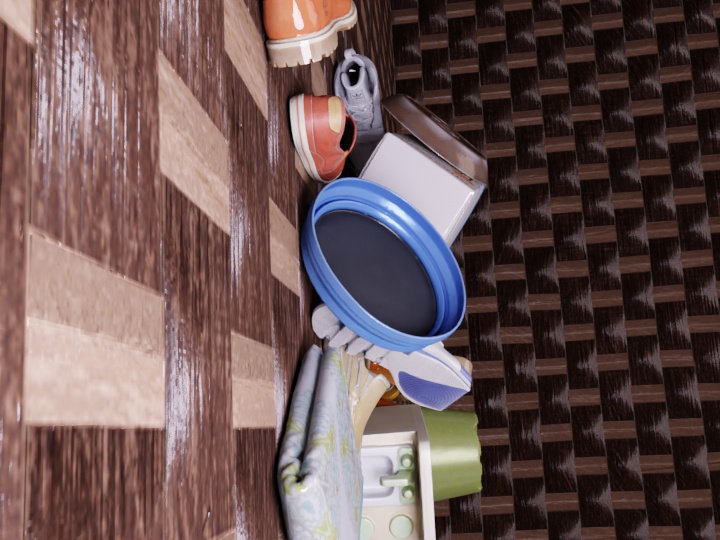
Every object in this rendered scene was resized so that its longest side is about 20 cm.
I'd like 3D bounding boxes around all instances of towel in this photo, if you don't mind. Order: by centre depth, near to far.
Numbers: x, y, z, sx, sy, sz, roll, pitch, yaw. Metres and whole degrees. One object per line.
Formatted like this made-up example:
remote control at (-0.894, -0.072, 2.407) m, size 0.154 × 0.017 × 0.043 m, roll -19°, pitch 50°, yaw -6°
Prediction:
towel at (-0.034, 0.190, 0.692) m, size 0.201 × 0.047 × 0.175 m, roll -83°, pitch 165°, yaw -62°

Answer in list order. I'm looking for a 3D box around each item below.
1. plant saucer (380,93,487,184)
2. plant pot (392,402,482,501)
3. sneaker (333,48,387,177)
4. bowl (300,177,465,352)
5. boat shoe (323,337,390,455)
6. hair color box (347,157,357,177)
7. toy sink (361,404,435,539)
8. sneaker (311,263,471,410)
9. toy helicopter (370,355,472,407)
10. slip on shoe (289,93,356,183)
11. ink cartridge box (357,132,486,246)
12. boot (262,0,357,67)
plant saucer at (0.115, -0.200, 1.135) m, size 0.032 × 0.198 × 0.201 m, roll -52°, pitch -175°, yaw 15°
plant pot at (0.100, 0.298, 1.248) m, size 0.200 × 0.184 × 0.206 m, roll -3°, pitch 90°, yaw -84°
sneaker at (0.000, -0.233, 1.172) m, size 0.115 × 0.073 × 0.206 m, roll -11°, pitch 94°, yaw -83°
bowl at (0.024, -0.005, 0.809) m, size 0.039 × 0.197 × 0.204 m, roll -45°, pitch -151°, yaw 37°
boat shoe at (-0.004, 0.132, 0.868) m, size 0.072 × 0.074 × 0.206 m, roll 72°, pitch 16°, yaw -68°
hair color box at (0.042, -0.129, 1.321) m, size 0.201 × 0.108 × 0.066 m, roll 73°, pitch 14°, yaw -68°
toy sink at (0.030, 0.256, 0.960) m, size 0.200 × 0.109 × 0.134 m, roll -78°, pitch 164°, yaw -86°
sneaker at (0.046, 0.056, 0.859) m, size 0.080 × 0.197 × 0.117 m, roll -39°, pitch -158°, yaw 43°
toy helicopter at (0.063, 0.139, 1.053) m, size 0.132 × 0.197 × 0.081 m, roll 38°, pitch 52°, yaw -33°
slip on shoe at (-0.032, -0.142, 0.840) m, size 0.200 × 0.059 × 0.076 m, roll 53°, pitch 32°, yaw -82°
ink cartridge box at (0.077, -0.095, 1.097) m, size 0.147 × 0.146 × 0.200 m, roll -58°, pitch 173°, yaw 15°
boot at (-0.050, -0.268, 0.713) m, size 0.201 × 0.073 × 0.110 m, roll -81°, pitch 161°, yaw -61°
